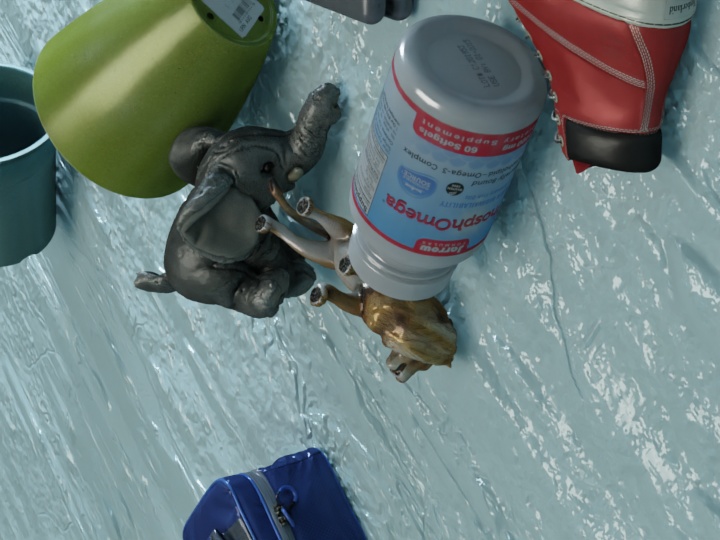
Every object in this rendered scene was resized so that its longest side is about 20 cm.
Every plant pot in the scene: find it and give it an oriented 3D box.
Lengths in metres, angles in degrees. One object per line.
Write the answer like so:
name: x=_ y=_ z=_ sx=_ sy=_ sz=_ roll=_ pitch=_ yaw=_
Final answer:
plant pot: x=-0.166 y=-0.192 z=1.323 sx=0.200 sy=0.187 sz=0.188 roll=-34 pitch=74 yaw=44
plant pot: x=-0.463 y=-0.123 z=1.835 sx=0.200 sy=0.199 sz=0.197 roll=50 pitch=151 yaw=36

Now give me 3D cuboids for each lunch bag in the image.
lunch bag: x=-0.092 y=0.269 z=1.429 sx=0.136 sy=0.132 sz=0.200 roll=62 pitch=148 yaw=21

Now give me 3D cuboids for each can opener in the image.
can opener: x=-0.032 y=-0.243 z=1.166 sx=0.200 sy=0.052 sz=0.067 roll=37 pitch=133 yaw=46

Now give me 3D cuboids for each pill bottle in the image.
pill bottle: x=0.053 y=-0.073 z=1.045 sx=0.109 sy=0.108 sz=0.200 roll=55 pitch=146 yaw=30

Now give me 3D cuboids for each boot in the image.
boot: x=0.121 y=-0.144 z=0.940 sx=0.200 sy=0.072 sz=0.145 roll=39 pitch=137 yaw=41

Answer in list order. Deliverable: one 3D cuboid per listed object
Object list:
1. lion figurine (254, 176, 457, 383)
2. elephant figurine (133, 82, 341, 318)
lion figurine: x=0.000 y=0.000 z=1.190 sx=0.073 sy=0.122 sz=0.200 roll=-50 pitch=44 yaw=21
elephant figurine: x=-0.109 y=-0.069 z=1.280 sx=0.141 sy=0.155 sz=0.201 roll=28 pitch=138 yaw=32
